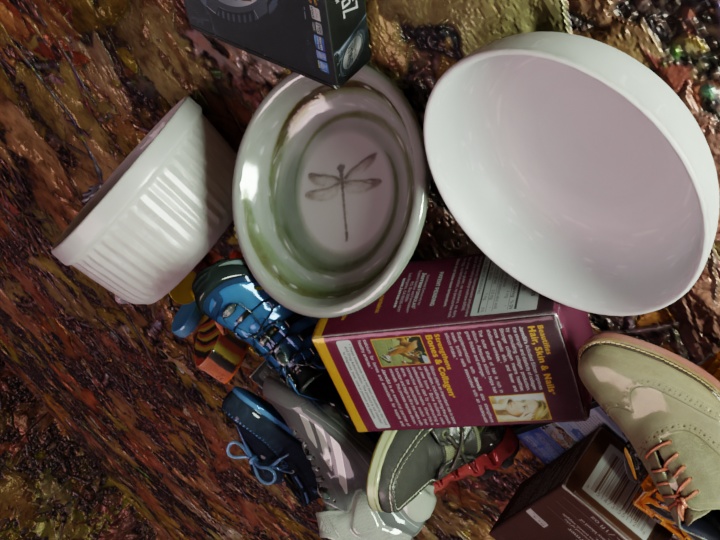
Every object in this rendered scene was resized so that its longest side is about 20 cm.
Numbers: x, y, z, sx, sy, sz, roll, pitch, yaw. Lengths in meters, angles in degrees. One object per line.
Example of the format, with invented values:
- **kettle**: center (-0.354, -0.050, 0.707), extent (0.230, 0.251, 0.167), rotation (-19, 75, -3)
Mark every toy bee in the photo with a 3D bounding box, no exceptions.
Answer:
- **toy bee**: center (-0.152, 0.031, 0.978), extent (0.200, 0.109, 0.131), rotation (37, -179, 43)

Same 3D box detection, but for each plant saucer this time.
- **plant saucer**: center (-0.018, -0.064, 0.745), extent (0.198, 0.050, 0.204), rotation (-2, 87, 38)

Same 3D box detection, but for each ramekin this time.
- **ramekin**: center (-0.197, -0.060, 0.908), extent (0.105, 0.201, 0.199), rotation (42, 153, -17)

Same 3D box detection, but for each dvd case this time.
- **dvd case**: center (0.234, 0.171, 0.826), extent (0.143, 0.018, 0.200), rotation (46, 153, 0)

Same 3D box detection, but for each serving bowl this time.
- **serving bowl**: center (0.138, -0.068, 0.588), extent (0.199, 0.066, 0.201), rotation (33, 150, 22)

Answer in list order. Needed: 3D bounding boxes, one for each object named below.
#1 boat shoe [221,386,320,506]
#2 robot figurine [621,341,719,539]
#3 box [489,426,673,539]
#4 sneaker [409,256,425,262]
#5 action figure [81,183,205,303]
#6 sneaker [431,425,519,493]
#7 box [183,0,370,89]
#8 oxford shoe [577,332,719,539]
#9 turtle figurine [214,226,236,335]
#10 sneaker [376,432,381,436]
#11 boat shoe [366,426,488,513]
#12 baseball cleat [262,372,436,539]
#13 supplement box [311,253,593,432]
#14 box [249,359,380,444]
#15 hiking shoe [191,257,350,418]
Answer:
- **boat shoe**: center (-0.081, 0.191, 0.945), extent (0.084, 0.069, 0.200), rotation (35, 170, 49)
- **robot figurine**: center (0.266, 0.139, 0.679), extent (0.144, 0.058, 0.201), rotation (34, 140, 19)
- **box**: center (0.202, 0.227, 0.851), extent (0.100, 0.075, 0.201), rotation (39, 154, 9)
- **sneaker**: center (0.000, 0.000, 0.852), extent (0.199, 0.072, 0.080), rotation (7, 139, 50)
- **action figure**: center (-0.241, -0.037, 1.128), extent (0.148, 0.135, 0.200), rotation (-33, 122, 18)
- **sneaker**: center (0.055, 0.181, 0.910), extent (0.099, 0.198, 0.071), rotation (64, 174, -18)
- **box**: center (-0.074, -0.244, 0.657), extent (0.159, 0.044, 0.201), rotation (28, 148, 27)
- **oxford shoe**: center (0.217, 0.122, 0.606), extent (0.199, 0.075, 0.071), rotation (40, 141, 12)
- **turtle figurine**: center (-0.088, 0.023, 0.919), extent (0.200, 0.064, 0.163), rotation (43, -156, -47)
- **sneaker**: center (0.028, 0.112, 0.955), extent (0.200, 0.077, 0.112), rotation (44, 162, 15)
- **boat shoe**: center (0.076, 0.139, 0.812), extent (0.065, 0.201, 0.073), rotation (13, 125, 30)
- **baseball cleat**: center (-0.029, 0.182, 0.851), extent (0.199, 0.107, 0.070), rotation (34, 172, 16)
- **supplement box**: center (0.077, 0.057, 0.736), extent (0.197, 0.086, 0.111), rotation (-7, 127, 25)
- **box**: center (-0.023, 0.161, 1.039), extent (0.200, 0.046, 0.159), rotation (43, -174, 3)
- **hiking shoe**: center (-0.057, 0.058, 0.804), extent (0.199, 0.087, 0.075), rotation (30, 115, -28)
